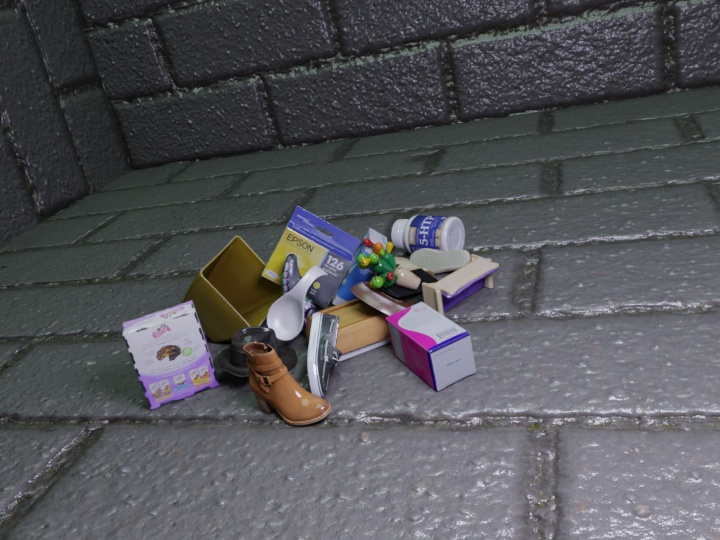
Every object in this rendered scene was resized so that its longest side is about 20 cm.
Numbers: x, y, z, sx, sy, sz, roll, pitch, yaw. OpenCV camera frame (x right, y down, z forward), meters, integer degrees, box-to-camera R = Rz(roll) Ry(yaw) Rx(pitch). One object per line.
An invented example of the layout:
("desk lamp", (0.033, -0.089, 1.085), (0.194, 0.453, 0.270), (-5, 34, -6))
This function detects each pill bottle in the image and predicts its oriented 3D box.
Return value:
("pill bottle", (0.195, -0.101, 2.019), (0.198, 0.121, 0.119), (6, 29, 38))

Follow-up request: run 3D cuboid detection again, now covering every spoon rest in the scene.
("spoon rest", (-0.157, 0.078, 1.679), (0.099, 0.201, 0.061), (34, 5, 17))

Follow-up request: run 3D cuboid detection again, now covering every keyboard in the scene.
("keyboard", (0.104, 0.021, 1.720), (0.127, 0.021, 0.199), (37, 29, 30))

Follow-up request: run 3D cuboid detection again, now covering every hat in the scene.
("hat", (-0.248, 0.178, 1.626), (0.197, 0.082, 0.201), (1, 15, 0))

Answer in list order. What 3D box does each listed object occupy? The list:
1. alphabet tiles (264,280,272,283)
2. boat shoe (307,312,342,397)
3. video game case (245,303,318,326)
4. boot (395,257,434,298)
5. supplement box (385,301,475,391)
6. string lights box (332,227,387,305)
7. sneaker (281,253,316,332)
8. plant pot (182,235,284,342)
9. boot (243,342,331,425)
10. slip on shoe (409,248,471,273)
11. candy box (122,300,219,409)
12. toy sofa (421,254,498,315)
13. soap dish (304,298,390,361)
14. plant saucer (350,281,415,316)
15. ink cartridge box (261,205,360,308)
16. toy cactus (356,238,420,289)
("alphabet tiles", (-0.175, 0.038, 1.926), (0.197, 0.006, 0.166), (-7, -12, 14))
("boat shoe", (-0.075, 0.180, 1.501), (0.070, 0.072, 0.203), (-3, 61, 6))
("video game case", (-0.219, 0.126, 1.855), (0.197, 0.019, 0.143), (-8, 24, 13))
("boot", (0.080, 0.023, 1.858), (0.198, 0.074, 0.155), (-19, 24, -18))
("supplement box", (0.147, 0.158, 1.481), (0.100, 0.105, 0.200), (-21, 26, -18))
("string lights box", (0.000, 0.000, 1.807), (0.058, 0.201, 0.103), (27, 18, -11))
("sneaker", (-0.153, 0.059, 1.747), (0.086, 0.203, 0.074), (3, 9, 5))
("plant pot", (-0.347, 0.070, 1.804), (0.176, 0.200, 0.200), (-36, 12, 36))
("boot", (-0.157, 0.229, 1.413), (0.197, 0.157, 0.074), (2, 27, 32))
("slip on shoe", (0.224, -0.024, 1.917), (0.198, 0.075, 0.061), (-3, -11, 36))
("candy box", (-0.434, 0.193, 1.582), (0.165, 0.203, 0.072), (-17, 24, -13))
("toy sofa", (0.254, 0.043, 1.711), (0.199, 0.084, 0.097), (-28, 33, -32))
("soap dish", (-0.025, 0.136, 1.649), (0.197, 0.082, 0.157), (-18, 24, -14))
("plant saucer", (0.070, 0.075, 1.647), (0.198, 0.032, 0.200), (25, 8, -4))
("ink cartridge box", (-0.127, -0.032, 1.797), (0.196, 0.202, 0.047), (27, 12, -12))
("toy cactus", (0.069, -0.010, 1.645), (0.163, 0.103, 0.200), (25, 16, -12))
